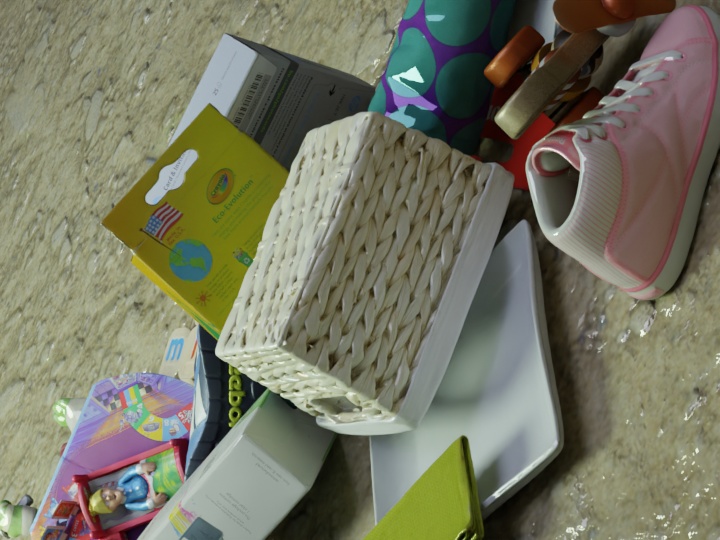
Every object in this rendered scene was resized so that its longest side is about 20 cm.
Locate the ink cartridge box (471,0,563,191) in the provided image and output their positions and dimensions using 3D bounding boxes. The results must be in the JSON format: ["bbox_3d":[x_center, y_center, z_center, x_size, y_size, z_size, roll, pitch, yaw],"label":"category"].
[{"bbox_3d":[0.110,-0.168,1.704,0.201,0.057,0.162,-64,26,-3],"label":"ink cartridge box"}]

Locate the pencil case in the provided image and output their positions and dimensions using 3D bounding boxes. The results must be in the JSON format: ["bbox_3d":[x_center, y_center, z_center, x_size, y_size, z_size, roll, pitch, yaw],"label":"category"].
[{"bbox_3d":[0.064,-0.183,1.675,0.092,0.085,0.201,27,113,28],"label":"pencil case"}]

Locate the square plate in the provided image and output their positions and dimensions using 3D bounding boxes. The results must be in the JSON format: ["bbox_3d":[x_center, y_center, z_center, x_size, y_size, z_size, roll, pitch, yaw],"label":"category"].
[{"bbox_3d":[0.072,0.097,1.588,0.198,0.028,0.200,-47,32,37],"label":"square plate"}]

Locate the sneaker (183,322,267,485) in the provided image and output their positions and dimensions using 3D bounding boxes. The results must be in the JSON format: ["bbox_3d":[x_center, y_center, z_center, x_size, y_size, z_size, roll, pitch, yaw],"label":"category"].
[{"bbox_3d":[-0.099,0.110,1.834,0.082,0.074,0.201,-119,35,-79],"label":"sneaker"}]

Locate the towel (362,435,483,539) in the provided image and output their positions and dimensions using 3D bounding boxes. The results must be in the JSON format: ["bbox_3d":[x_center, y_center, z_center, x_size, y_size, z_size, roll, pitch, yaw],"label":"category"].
[{"bbox_3d":[0.017,0.199,1.566,0.200,0.018,0.086,-50,34,35],"label":"towel"}]

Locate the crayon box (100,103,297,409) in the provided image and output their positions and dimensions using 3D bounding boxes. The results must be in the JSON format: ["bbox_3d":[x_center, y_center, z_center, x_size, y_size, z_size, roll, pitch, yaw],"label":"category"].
[{"bbox_3d":[-0.079,-0.011,1.732,0.127,0.200,0.051,-47,0,-11],"label":"crayon box"}]

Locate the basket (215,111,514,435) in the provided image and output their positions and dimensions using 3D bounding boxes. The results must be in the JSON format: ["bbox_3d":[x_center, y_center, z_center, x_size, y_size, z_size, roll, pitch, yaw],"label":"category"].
[{"bbox_3d":[0.000,0.000,1.631,0.135,0.123,0.201,-12,52,64],"label":"basket"}]

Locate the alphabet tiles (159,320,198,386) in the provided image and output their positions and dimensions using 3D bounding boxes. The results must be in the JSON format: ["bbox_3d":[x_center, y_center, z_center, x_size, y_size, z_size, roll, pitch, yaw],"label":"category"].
[{"bbox_3d":[-0.126,0.092,1.984,0.200,0.015,0.196,-10,62,60],"label":"alphabet tiles"}]

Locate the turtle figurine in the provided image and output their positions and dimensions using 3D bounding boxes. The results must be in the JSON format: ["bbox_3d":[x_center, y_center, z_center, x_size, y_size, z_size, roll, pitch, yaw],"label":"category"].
[{"bbox_3d":[-0.261,0.220,1.997,0.200,0.144,0.194,-39,34,39],"label":"turtle figurine"}]

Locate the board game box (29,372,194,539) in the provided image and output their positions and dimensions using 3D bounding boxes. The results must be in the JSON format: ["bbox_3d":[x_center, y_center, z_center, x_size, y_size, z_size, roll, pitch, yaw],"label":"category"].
[{"bbox_3d":[-0.181,0.183,1.873,0.201,0.158,0.039,-66,-17,3],"label":"board game box"}]

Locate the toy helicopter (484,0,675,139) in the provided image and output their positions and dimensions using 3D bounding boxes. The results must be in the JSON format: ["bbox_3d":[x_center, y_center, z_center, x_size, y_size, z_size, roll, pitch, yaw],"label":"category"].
[{"bbox_3d":[0.134,-0.132,1.512,0.132,0.079,0.200,-46,0,25],"label":"toy helicopter"}]

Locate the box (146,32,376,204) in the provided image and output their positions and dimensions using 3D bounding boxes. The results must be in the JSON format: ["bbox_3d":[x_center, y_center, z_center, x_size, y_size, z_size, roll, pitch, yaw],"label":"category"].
[{"bbox_3d":[-0.075,-0.095,1.843,0.041,0.200,0.156,33,102,29],"label":"box"}]

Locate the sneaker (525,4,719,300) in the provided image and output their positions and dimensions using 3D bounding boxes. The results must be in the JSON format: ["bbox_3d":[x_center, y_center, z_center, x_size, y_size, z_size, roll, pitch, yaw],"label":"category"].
[{"bbox_3d":[0.167,-0.091,1.471,0.075,0.104,0.201,-17,54,60],"label":"sneaker"}]

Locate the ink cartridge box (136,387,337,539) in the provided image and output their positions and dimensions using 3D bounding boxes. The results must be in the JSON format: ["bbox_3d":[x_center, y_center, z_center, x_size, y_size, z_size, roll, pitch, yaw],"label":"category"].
[{"bbox_3d":[-0.111,0.189,1.749,0.200,0.067,0.117,-49,4,20],"label":"ink cartridge box"}]
